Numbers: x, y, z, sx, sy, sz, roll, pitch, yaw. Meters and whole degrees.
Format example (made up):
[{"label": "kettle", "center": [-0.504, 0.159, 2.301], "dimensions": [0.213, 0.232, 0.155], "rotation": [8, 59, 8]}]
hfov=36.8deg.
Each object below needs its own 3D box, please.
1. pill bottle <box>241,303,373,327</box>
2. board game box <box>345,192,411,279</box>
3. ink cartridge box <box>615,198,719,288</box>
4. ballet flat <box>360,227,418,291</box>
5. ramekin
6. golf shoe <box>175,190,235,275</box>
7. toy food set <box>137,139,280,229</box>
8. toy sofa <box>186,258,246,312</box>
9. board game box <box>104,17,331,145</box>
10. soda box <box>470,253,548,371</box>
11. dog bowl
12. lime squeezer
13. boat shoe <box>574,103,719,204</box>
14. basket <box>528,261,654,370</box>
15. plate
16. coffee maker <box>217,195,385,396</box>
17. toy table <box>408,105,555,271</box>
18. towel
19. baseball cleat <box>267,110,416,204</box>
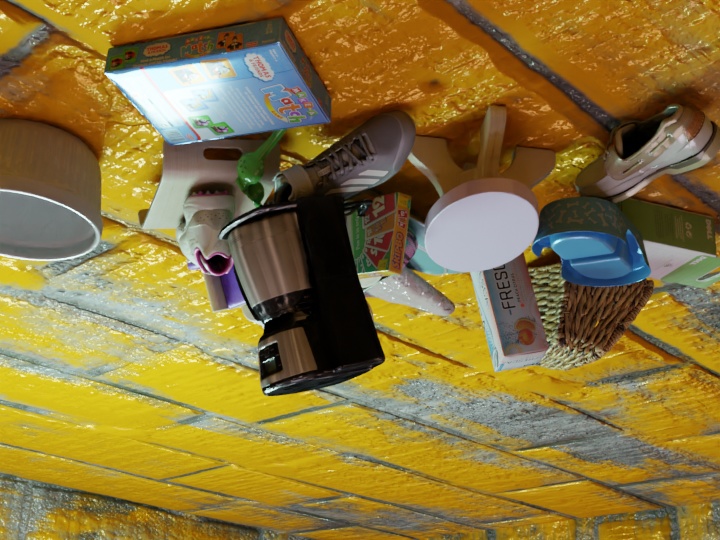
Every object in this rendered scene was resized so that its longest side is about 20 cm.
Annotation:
[{"label": "pill bottle", "center": [-0.081, 0.064, 1.648], "dimensions": [0.111, 0.114, 0.199], "rotation": [-18, 151, 39]}, {"label": "board game box", "center": [-0.014, -0.036, 1.348], "dimensions": [0.030, 0.097, 0.199], "rotation": [16, 166, -34]}, {"label": "ink cartridge box", "center": [0.404, -0.034, 1.445], "dimensions": [0.198, 0.060, 0.104], "rotation": [10, 156, -17]}, {"label": "ballet flat", "center": [0.000, 0.000, 1.385], "dimensions": [0.069, 0.071, 0.199], "rotation": [45, 145, -10]}, {"label": "ramekin", "center": [-0.409, -0.100, 1.319], "dimensions": [0.197, 0.106, 0.201], "rotation": [2, 157, 1]}, {"label": "golf shoe", "center": [-0.191, -0.027, 1.356], "dimensions": [0.074, 0.093, 0.200], "rotation": [-7, 163, -10]}, {"label": "toy food set", "center": [-0.193, -0.108, 1.354], "dimensions": [0.142, 0.061, 0.200], "rotation": [-2, 160, -21]}, {"label": "toy sofa", "center": [-0.148, -0.006, 1.498], "dimensions": [0.097, 0.084, 0.199], "rotation": [-10, 171, -46]}, {"label": "board game box", "center": [-0.148, -0.196, 1.156], "dimensions": [0.197, 0.037, 0.151], "rotation": [-5, 154, 18]}, {"label": "soda box", "center": [0.187, 0.025, 1.420], "dimensions": [0.063, 0.202, 0.069], "rotation": [-8, 157, -7]}, {"label": "dog bowl", "center": [0.280, -0.034, 1.307], "dimensions": [0.110, 0.050, 0.199], "rotation": [-8, 158, 31]}, {"label": "lime squeezer", "center": [-0.116, -0.111, 1.276], "dimensions": [0.038, 0.070, 0.201], "rotation": [39, 143, 21]}, {"label": "boat shoe", "center": [0.310, -0.135, 1.223], "dimensions": [0.068, 0.075, 0.199], "rotation": [35, 146, -21]}, {"label": "basket", "center": [0.306, 0.074, 1.543], "dimensions": [0.147, 0.145, 0.200], "rotation": [11, 173, -16]}, {"label": "plate", "center": [0.056, -0.034, 1.427], "dimensions": [0.198, 0.026, 0.200], "rotation": [24, 169, 5]}, {"label": "coffee maker", "center": [-0.044, 0.026, 1.221], "dimensions": [0.190, 0.202, 0.135], "rotation": [-14, 172, -15]}, {"label": "toy table", "center": [0.138, -0.093, 1.265], "dimensions": [0.182, 0.119, 0.200], "rotation": [10, 155, -16]}, {"label": "towel", "center": [0.013, 0.010, 1.548], "dimensions": [0.189, 0.033, 0.199], "rotation": [10, 165, 38]}, {"label": "baseball cleat", "center": [-0.026, -0.113, 1.235], "dimensions": [0.199, 0.070, 0.106], "rotation": [-36, 167, 35]}]
